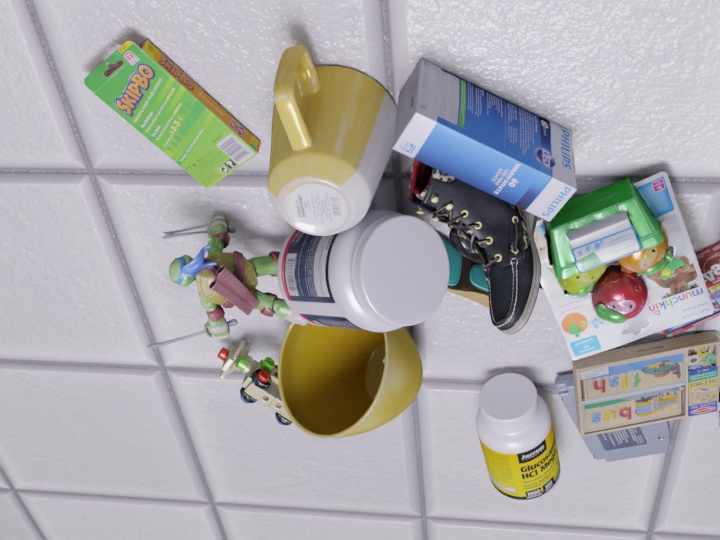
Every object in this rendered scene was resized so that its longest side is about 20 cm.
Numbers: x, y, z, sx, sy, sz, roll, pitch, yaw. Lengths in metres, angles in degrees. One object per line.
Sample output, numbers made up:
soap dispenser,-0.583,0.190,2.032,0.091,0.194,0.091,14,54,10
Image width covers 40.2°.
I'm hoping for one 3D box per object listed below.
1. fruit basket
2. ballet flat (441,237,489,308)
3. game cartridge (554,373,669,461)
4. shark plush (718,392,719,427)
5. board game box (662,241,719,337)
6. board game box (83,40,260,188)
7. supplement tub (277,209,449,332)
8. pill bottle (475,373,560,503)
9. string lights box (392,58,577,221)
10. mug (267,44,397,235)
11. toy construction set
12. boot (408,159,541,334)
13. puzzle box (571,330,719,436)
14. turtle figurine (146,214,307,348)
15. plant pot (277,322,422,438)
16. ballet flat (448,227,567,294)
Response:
fruit basket,0.307,0.003,1.176,0.184,0.094,0.201,-20,108,15
ballet flat,0.124,0.010,1.273,0.198,0.069,0.063,24,149,-13
game cartridge,0.381,0.210,1.454,0.132,0.042,0.201,-17,130,20
shark plush,0.563,0.215,1.433,0.083,0.091,0.201,-28,106,10
board game box,0.450,0.014,1.249,0.199,0.020,0.103,-31,122,35
board game box,-0.220,-0.184,1.158,0.095,0.030,0.200,-28,128,32
supplement tub,0.000,0.000,1.176,0.140,0.141,0.199,37,162,-26
pill bottle,0.233,0.248,1.463,0.111,0.113,0.201,-5,135,15
string lights box,0.138,-0.143,1.080,0.198,0.103,0.059,23,133,-14
mug,-0.052,-0.131,1.091,0.186,0.154,0.149,34,133,-23
toy construction set,-0.116,0.160,1.436,0.198,0.132,0.093,22,122,-5
boot,0.124,-0.040,1.103,0.153,0.206,0.073,19,151,-26
puzzle box,0.394,0.159,1.361,0.198,0.026,0.134,-12,126,4
turtle figurine,-0.166,0.010,1.289,0.192,0.145,0.200,9,149,-22
plant pot,0.004,0.136,1.355,0.199,0.202,0.141,-28,150,33
ballet flat,0.205,-0.022,1.244,0.198,0.057,0.067,21,93,-14
